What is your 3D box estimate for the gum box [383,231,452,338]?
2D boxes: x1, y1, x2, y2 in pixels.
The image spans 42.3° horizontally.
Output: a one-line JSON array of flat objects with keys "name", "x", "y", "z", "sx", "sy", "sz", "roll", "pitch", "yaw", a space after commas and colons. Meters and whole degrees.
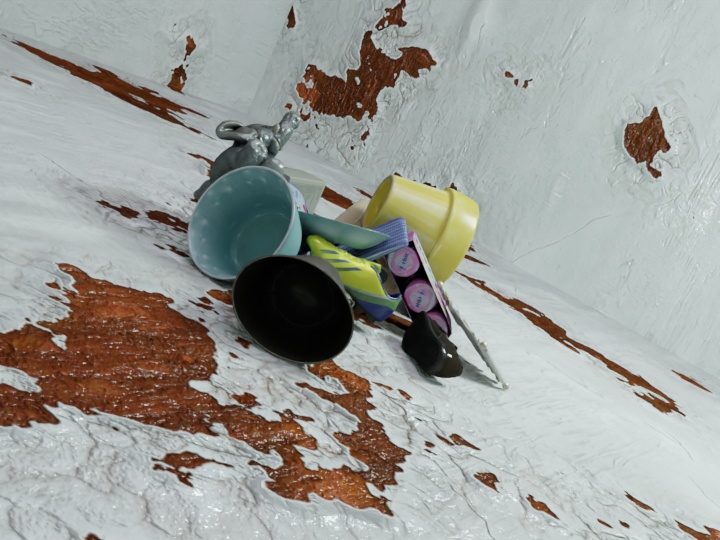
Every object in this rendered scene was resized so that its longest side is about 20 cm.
[{"name": "gum box", "x": 0.110, "y": 0.037, "z": 1.750, "sx": 0.114, "sy": 0.065, "sz": 0.203, "roll": -67, "pitch": 135, "yaw": -79}]

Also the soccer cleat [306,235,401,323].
[{"name": "soccer cleat", "x": -0.011, "y": 0.002, "z": 1.604, "sx": 0.200, "sy": 0.084, "sz": 0.065, "roll": 45, "pitch": 8, "yaw": -13}]

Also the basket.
[{"name": "basket", "x": -0.088, "y": 0.042, "z": 1.363, "sx": 0.179, "sy": 0.137, "sz": 0.200, "roll": 29, "pitch": 7, "yaw": -1}]

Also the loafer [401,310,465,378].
[{"name": "loafer", "x": 0.125, "y": 0.137, "z": 1.598, "sx": 0.071, "sy": 0.073, "sz": 0.200, "roll": 32, "pitch": 13, "yaw": -19}]

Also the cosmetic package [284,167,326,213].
[{"name": "cosmetic package", "x": -0.158, "y": -0.167, "z": 2.040, "sx": 0.072, "sy": 0.105, "sz": 0.200, "roll": 27, "pitch": 10, "yaw": 16}]

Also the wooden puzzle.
[{"name": "wooden puzzle", "x": 0.030, "y": -0.045, "z": 1.938, "sx": 0.201, "sy": 0.037, "sz": 0.185, "roll": 53, "pitch": 26, "yaw": -3}]

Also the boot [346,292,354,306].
[{"name": "boot", "x": -0.072, "y": 0.033, "z": 1.620, "sx": 0.173, "sy": 0.070, "sz": 0.200, "roll": 28, "pitch": 14, "yaw": -42}]

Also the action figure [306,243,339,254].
[{"name": "action figure", "x": -0.123, "y": -0.045, "z": 1.825, "sx": 0.198, "sy": 0.070, "sz": 0.129, "roll": 23, "pitch": 26, "yaw": 35}]

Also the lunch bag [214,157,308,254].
[{"name": "lunch bag", "x": -0.190, "y": -0.105, "z": 1.745, "sx": 0.197, "sy": 0.125, "sz": 0.171, "roll": 13, "pitch": 32, "yaw": -18}]

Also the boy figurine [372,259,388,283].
[{"name": "boy figurine", "x": 0.000, "y": 0.000, "z": 1.778, "sx": 0.064, "sy": 0.125, "sz": 0.200, "roll": 36, "pitch": 2, "yaw": -16}]

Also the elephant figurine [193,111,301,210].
[{"name": "elephant figurine", "x": -0.195, "y": -0.207, "z": 1.653, "sx": 0.154, "sy": 0.142, "sz": 0.202, "roll": 23, "pitch": 35, "yaw": -26}]

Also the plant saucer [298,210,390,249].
[{"name": "plant saucer", "x": -0.047, "y": -0.069, "z": 1.653, "sx": 0.198, "sy": 0.039, "sz": 0.201, "roll": 16, "pitch": 1, "yaw": 0}]

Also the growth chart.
[{"name": "growth chart", "x": 0.208, "y": 0.123, "z": 1.722, "sx": 0.145, "sy": 0.018, "sz": 0.201, "roll": 58, "pitch": -1, "yaw": -44}]

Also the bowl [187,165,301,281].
[{"name": "bowl", "x": -0.177, "y": -0.059, "z": 1.542, "sx": 0.200, "sy": 0.202, "sz": 0.105, "roll": 32, "pitch": -8, "yaw": 31}]

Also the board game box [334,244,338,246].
[{"name": "board game box", "x": -0.038, "y": -0.054, "z": 2.005, "sx": 0.134, "sy": 0.035, "sz": 0.199, "roll": 10, "pitch": -9, "yaw": 39}]

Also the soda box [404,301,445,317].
[{"name": "soda box", "x": 0.133, "y": 0.058, "z": 1.979, "sx": 0.070, "sy": 0.064, "sz": 0.200, "roll": 24, "pitch": 10, "yaw": -7}]

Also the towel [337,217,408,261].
[{"name": "towel", "x": 0.022, "y": -0.044, "z": 1.724, "sx": 0.200, "sy": 0.143, "sz": 0.024, "roll": -87, "pitch": 152, "yaw": -74}]

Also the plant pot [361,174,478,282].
[{"name": "plant pot", "x": 0.111, "y": -0.094, "z": 1.896, "sx": 0.187, "sy": 0.203, "sz": 0.201, "roll": 27, "pitch": 10, "yaw": -14}]
